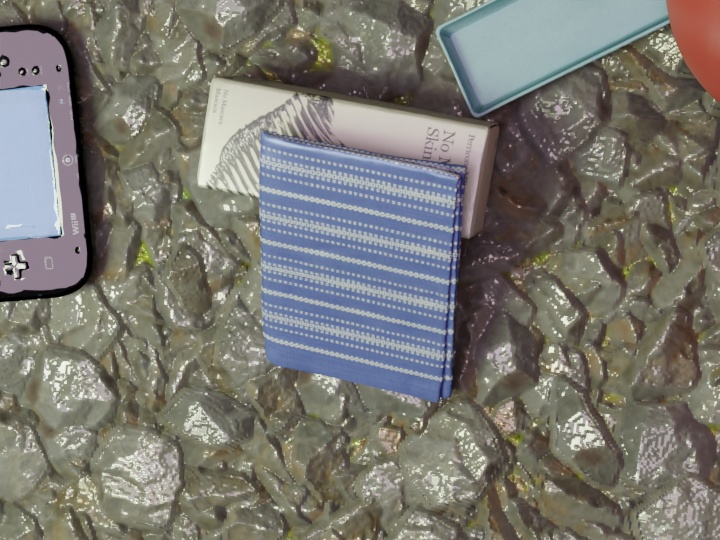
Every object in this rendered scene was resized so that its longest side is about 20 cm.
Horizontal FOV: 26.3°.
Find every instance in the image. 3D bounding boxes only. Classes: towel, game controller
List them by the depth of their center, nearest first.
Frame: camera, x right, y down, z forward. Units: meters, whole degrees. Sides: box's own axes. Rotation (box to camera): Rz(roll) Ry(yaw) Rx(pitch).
[{"bbox_3d":[0.000,0.000,1.061,0.143,0.024,0.202,11,128,12],"label":"towel"},{"bbox_3d":[-0.255,-0.079,1.140,0.103,0.042,0.202,-4,97,12],"label":"game controller"}]

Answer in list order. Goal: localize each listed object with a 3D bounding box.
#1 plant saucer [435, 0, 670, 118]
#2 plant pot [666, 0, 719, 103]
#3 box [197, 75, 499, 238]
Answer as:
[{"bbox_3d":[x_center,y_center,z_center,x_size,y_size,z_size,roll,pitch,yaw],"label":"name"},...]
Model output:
[{"bbox_3d":[0.153,-0.177,1.051,0.198,0.019,0.071,-25,86,12],"label":"plant saucer"},{"bbox_3d":[0.294,-0.164,0.921,0.198,0.178,0.203,0,107,0],"label":"plant pot"},{"bbox_3d":[-0.008,-0.081,1.073,0.198,0.068,0.083,10,98,11],"label":"box"}]
